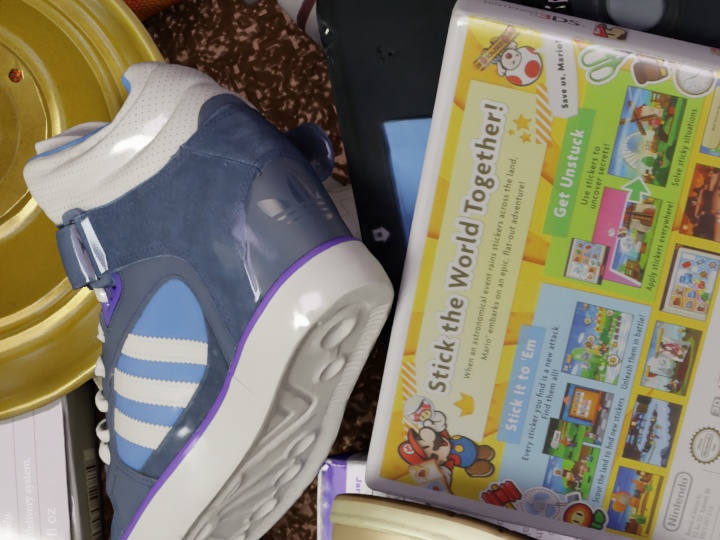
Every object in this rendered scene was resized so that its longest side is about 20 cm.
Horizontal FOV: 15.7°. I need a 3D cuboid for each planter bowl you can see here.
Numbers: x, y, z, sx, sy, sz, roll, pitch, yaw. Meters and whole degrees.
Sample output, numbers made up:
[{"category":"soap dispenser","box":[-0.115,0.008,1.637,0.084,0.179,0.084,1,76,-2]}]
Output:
[{"category":"planter bowl","box":[-0.166,-0.046,1.024,0.199,0.084,0.202,-2,107,-5]}]

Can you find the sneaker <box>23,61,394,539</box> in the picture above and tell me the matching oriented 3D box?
[{"category":"sneaker","box":[-0.076,0.016,0.978,0.147,0.080,0.201,48,134,21]}]

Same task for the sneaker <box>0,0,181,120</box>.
[{"category":"sneaker","box":[-0.149,-0.088,1.096,0.199,0.073,0.078,-24,106,7]}]

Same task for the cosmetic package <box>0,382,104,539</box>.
[{"category":"cosmetic package","box":[-0.207,0.104,1.071,0.198,0.090,0.108,-6,89,1]}]

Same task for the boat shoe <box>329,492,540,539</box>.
[{"category":"boat shoe","box":[0.076,0.137,0.949,0.199,0.073,0.063,23,88,4]}]

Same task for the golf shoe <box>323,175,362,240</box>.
[{"category":"golf shoe","box":[0.000,0.000,1.017,0.199,0.092,0.076,-9,116,40]}]

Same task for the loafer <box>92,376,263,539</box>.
[{"category":"loafer","box":[-0.072,0.118,1.063,0.068,0.076,0.201,-24,85,-2]}]

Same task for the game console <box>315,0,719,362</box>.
[{"category":"game console","box":[0.085,-0.023,0.936,0.175,0.031,0.201,-7,116,9]}]

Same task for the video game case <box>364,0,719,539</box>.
[{"category":"video game case","box":[0.104,0.013,0.927,0.181,0.023,0.201,13,121,4]}]

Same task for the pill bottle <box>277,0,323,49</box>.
[{"category":"pill bottle","box":[0.034,-0.117,1.050,0.200,0.110,0.110,44,91,6]}]

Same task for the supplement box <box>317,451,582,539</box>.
[{"category":"supplement box","box":[0.086,0.126,1.036,0.198,0.101,0.104,0,87,5]}]
